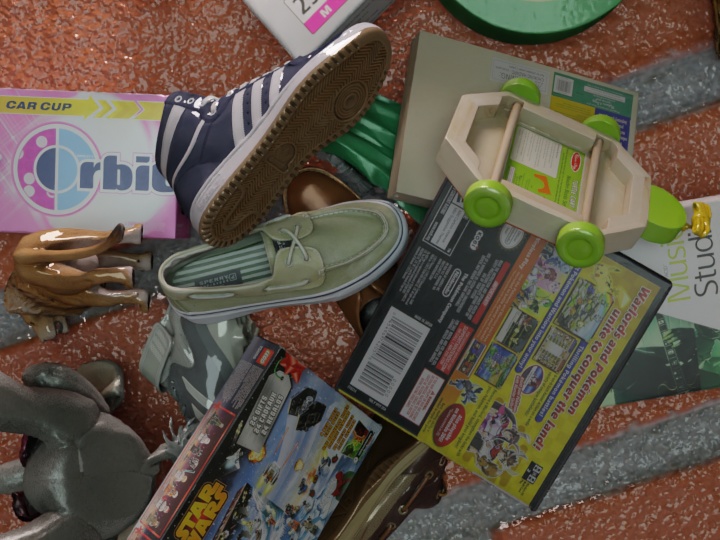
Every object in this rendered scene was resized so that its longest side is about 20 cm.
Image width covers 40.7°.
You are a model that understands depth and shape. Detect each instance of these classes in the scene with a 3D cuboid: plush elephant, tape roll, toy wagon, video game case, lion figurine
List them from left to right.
[{"bbox_3d":[-0.226,-0.001,0.745,0.121,0.200,0.073,2,70,-7],"label":"lion figurine"},{"bbox_3d":[-0.229,0.155,0.765,0.198,0.154,0.167,-5,82,-33],"label":"plush elephant"},{"bbox_3d":[0.102,0.050,0.729,0.180,0.025,0.201,30,103,8],"label":"video game case"},{"bbox_3d":[0.144,-0.291,0.799,0.198,0.048,0.203,0,92,1],"label":"tape roll"},{"bbox_3d":[0.154,-0.063,0.699,0.198,0.156,0.040,24,133,0],"label":"toy wagon"}]

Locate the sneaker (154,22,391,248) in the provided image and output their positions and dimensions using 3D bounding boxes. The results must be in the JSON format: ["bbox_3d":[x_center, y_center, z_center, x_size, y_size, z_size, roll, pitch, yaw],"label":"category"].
[{"bbox_3d":[-0.074,-0.123,0.729,0.200,0.070,0.108,-47,54,2],"label":"sneaker"}]

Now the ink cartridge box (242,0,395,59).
[{"bbox_3d":[-0.023,-0.285,0.771,0.200,0.044,0.174,-43,74,7],"label":"ink cartridge box"}]

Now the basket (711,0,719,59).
[{"bbox_3d":[0.354,-0.278,0.748,0.147,0.143,0.202,-8,92,2],"label":"basket"}]

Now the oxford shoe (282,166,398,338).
[{"bbox_3d":[0.000,0.000,0.797,0.071,0.071,0.201,-33,89,3],"label":"oxford shoe"}]

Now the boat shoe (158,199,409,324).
[{"bbox_3d":[-0.058,-0.006,0.747,0.198,0.062,0.073,-20,74,3],"label":"boat shoe"}]

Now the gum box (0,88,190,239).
[{"bbox_3d":[-0.230,-0.086,0.799,0.197,0.066,0.115,2,93,0],"label":"gum box"}]

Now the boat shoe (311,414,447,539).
[{"bbox_3d":[0.037,0.167,0.810,0.072,0.072,0.201,41,85,-30],"label":"boat shoe"}]

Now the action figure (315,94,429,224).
[{"bbox_3d":[0.015,-0.101,0.788,0.198,0.055,0.119,25,64,-8],"label":"action figure"}]

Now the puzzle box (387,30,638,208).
[{"bbox_3d":[0.126,-0.101,0.777,0.198,0.025,0.135,13,78,-14],"label":"puzzle box"}]

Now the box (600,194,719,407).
[{"bbox_3d":[0.230,0.023,0.749,0.198,0.036,0.146,-10,96,1],"label":"box"}]

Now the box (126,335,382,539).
[{"bbox_3d":[-0.082,0.171,0.750,0.137,0.040,0.201,43,72,-38],"label":"box"}]

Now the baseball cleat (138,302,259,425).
[{"bbox_3d":[-0.128,0.113,0.812,0.105,0.070,0.203,-5,87,14],"label":"baseball cleat"}]
